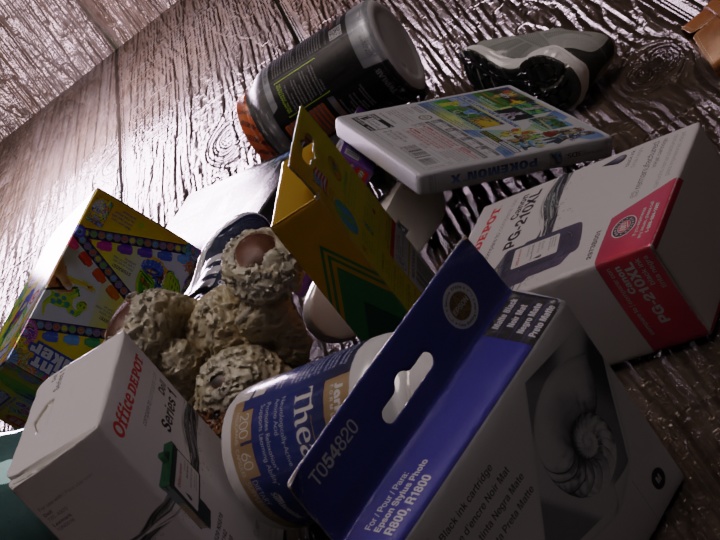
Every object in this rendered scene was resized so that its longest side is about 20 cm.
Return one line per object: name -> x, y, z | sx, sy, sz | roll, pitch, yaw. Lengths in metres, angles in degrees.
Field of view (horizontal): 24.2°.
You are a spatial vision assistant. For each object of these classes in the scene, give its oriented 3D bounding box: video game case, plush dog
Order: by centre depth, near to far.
plush dog -> -0.097, 0.090, 1.383 | 0.199, 0.160, 0.173 | -26, 53, 18
video game case -> 0.095, -0.118, 1.473 | 0.180, 0.022, 0.200 | -12, 22, -18

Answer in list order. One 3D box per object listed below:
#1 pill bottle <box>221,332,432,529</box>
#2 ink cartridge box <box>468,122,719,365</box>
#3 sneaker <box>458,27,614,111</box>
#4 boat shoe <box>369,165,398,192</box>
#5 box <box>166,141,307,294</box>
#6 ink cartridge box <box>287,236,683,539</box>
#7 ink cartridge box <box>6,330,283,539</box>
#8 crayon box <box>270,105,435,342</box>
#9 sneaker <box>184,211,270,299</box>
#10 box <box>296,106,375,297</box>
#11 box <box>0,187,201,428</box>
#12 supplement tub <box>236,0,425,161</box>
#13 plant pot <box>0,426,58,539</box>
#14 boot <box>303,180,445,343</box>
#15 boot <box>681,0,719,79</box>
pill bottle -> 0.005, 0.109, 1.185 | 0.199, 0.111, 0.111 | -23, 25, 37
ink cartridge box -> 0.161, -0.003, 1.188 | 0.199, 0.085, 0.145 | -22, 26, 39
sneaker -> 0.168, -0.195, 1.614 | 0.079, 0.074, 0.199 | -37, 24, -23
boat shoe -> 0.055, -0.095, 1.608 | 0.062, 0.072, 0.200 | -55, 12, -2
box -> -0.145, -0.048, 1.855 | 0.199, 0.050, 0.158 | -20, 28, 41
ink cartridge box -> 0.078, 0.115, 0.921 | 0.040, 0.200, 0.200 | -12, 34, 50
ink cartridge box -> -0.147, 0.164, 1.202 | 0.084, 0.200, 0.146 | -33, 22, 14
crayon box -> -0.010, -0.024, 1.359 | 0.051, 0.201, 0.127 | -31, 21, 17
sneaker -> -0.132, 0.022, 1.655 | 0.201, 0.070, 0.108 | -56, 20, -22
box -> -0.027, -0.069, 1.598 | 0.138, 0.039, 0.200 | -59, 5, 18
box -> -0.275, 0.054, 1.641 | 0.200, 0.121, 0.194 | -30, 32, 62
supplement tub -> -0.036, -0.205, 1.893 | 0.199, 0.123, 0.123 | -29, 22, 22
plant pot -> -0.324, 0.223, 1.412 | 0.186, 0.201, 0.200 | -25, 22, 8
boot -> 0.000, 0.000, 1.503 | 0.200, 0.073, 0.090 | -49, 10, -34
boot -> 0.337, -0.242, 1.409 | 0.154, 0.074, 0.200 | -38, 17, 16
